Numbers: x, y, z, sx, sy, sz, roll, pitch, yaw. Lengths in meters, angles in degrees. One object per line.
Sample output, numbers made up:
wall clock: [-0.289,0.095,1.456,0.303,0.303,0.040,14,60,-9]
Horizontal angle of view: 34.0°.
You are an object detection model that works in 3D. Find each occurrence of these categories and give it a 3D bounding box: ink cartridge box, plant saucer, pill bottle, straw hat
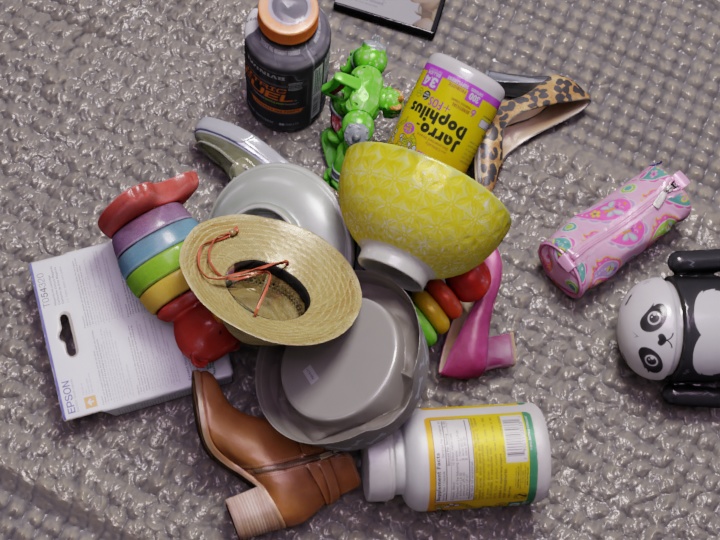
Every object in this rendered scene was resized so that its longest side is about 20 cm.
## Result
ink cartridge box: [-0.266,0.061,1.371,0.197,0.043,0.199,-14,72,-10]
plant saucer: [-0.105,-0.023,1.354,0.198,0.050,0.203,2,94,25]
pill bottle: [-0.089,-0.262,1.427,0.105,0.200,0.108,1,68,-4]
straw hat: [-0.104,0.034,1.263,0.198,0.086,0.202,14,40,-12]
pill bottle: [0.087,-0.151,1.423,0.103,0.104,0.202,27,96,7]
pill bottle: [0.102,0.207,1.305,0.197,0.113,0.114,-3,69,-6]

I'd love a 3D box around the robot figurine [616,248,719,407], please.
robot figurine: [0.400,0.068,1.377,0.197,0.125,0.152,0,56,-5]

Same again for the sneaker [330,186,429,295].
sneaker: [0.000,0.000,1.405,0.199,0.070,0.109,40,87,-5]

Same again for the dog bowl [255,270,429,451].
dog bowl: [-0.015,0.102,1.271,0.198,0.059,0.202,-15,56,22]

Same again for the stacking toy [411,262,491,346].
stacking toy: [0.067,0.056,1.356,0.199,0.085,0.086,-40,76,-4]

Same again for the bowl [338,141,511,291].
bowl: [0.054,-0.043,1.281,0.198,0.200,0.109,24,76,5]

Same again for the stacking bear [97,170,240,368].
stacking bear: [-0.201,0.009,1.319,0.121,0.113,0.202,-23,82,-53]

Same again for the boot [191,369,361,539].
boot: [-0.098,0.184,1.320,0.153,0.074,0.202,-21,86,-13]

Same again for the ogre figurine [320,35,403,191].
ogre figurine: [-0.006,-0.199,1.448,0.098,0.120,0.201,32,68,-4]

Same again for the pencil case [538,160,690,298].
pencil case: [0.313,-0.051,1.440,0.199,0.088,0.088,-33,74,-15]

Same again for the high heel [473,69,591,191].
high heel: [0.215,-0.169,1.482,0.140,0.072,0.202,9,59,5]

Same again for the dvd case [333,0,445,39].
dvd case: [0.058,-0.418,1.599,0.141,0.018,0.202,17,68,3]

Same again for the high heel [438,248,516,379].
high heel: [0.120,0.027,1.404,0.095,0.067,0.203,-7,82,-18]

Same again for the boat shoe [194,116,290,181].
boat shoe: [-0.126,-0.114,1.436,0.199,0.072,0.062,33,70,6]
